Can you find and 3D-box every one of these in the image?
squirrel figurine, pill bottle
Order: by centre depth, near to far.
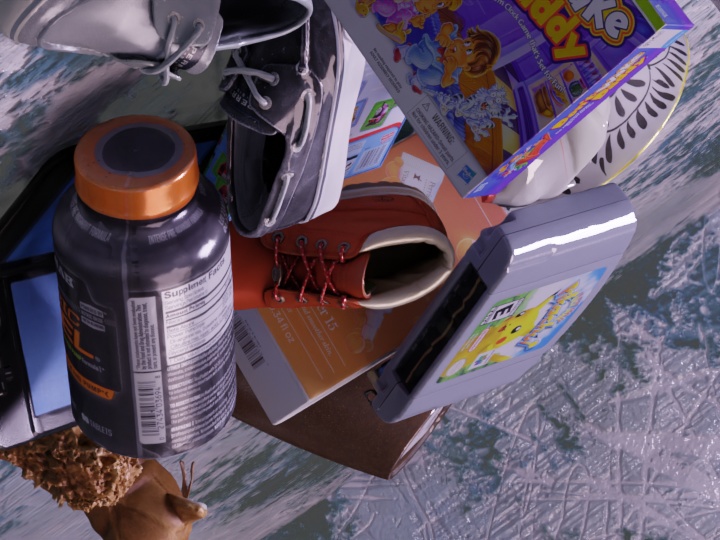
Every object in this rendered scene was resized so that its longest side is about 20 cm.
[{"bbox_3d":[-0.128,0.007,1.257,0.106,0.106,0.201,-28,138,-30],"label":"pill bottle"},{"bbox_3d":[-0.202,0.138,1.549,0.141,0.187,0.200,-35,169,4],"label":"squirrel figurine"}]

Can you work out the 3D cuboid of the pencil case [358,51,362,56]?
[{"bbox_3d":[0.073,-0.194,1.168,0.093,0.091,0.201,9,121,-44],"label":"pencil case"}]

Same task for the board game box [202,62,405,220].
[{"bbox_3d":[-0.006,-0.129,1.298,0.151,0.037,0.201,-22,150,-46],"label":"board game box"}]

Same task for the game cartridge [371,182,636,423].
[{"bbox_3d":[0.098,0.023,1.386,0.133,0.041,0.200,-21,156,-38],"label":"game cartridge"}]

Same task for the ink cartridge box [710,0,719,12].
[{"bbox_3d":[0.282,-0.241,1.377,0.146,0.201,0.086,-32,167,-15],"label":"ink cartridge box"}]

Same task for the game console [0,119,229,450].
[{"bbox_3d":[-0.157,0.007,1.346,0.116,0.178,0.199,-8,-176,32],"label":"game console"}]

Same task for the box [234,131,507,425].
[{"bbox_3d":[0.000,0.000,1.476,0.199,0.125,0.097,-31,177,-23],"label":"box"}]

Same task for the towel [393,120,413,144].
[{"bbox_3d":[-0.008,-0.115,1.408,0.199,0.031,0.150,-24,151,-47],"label":"towel"}]

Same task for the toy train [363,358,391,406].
[{"bbox_3d":[0.089,0.039,1.496,0.199,0.034,0.046,-32,173,-8],"label":"toy train"}]

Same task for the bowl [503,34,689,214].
[{"bbox_3d":[0.125,-0.144,1.504,0.200,0.201,0.094,-37,125,12],"label":"bowl"}]

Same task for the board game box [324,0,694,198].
[{"bbox_3d":[0.050,-0.157,1.039,0.134,0.201,0.045,-40,167,24],"label":"board game box"}]

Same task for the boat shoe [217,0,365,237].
[{"bbox_3d":[-0.047,-0.104,1.181,0.067,0.072,0.201,-26,142,-32],"label":"boat shoe"}]

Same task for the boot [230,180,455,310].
[{"bbox_3d":[-0.037,-0.008,1.337,0.198,0.076,0.107,-11,-159,-9],"label":"boot"}]

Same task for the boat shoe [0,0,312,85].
[{"bbox_3d":[-0.093,-0.132,1.047,0.200,0.072,0.070,-22,163,-50],"label":"boat shoe"}]

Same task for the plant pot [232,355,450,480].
[{"bbox_3d":[-0.027,0.058,1.586,0.187,0.199,0.187,-51,171,-12],"label":"plant pot"}]

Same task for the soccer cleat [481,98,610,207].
[{"bbox_3d":[0.122,-0.112,1.255,0.077,0.070,0.201,-10,148,-24],"label":"soccer cleat"}]
